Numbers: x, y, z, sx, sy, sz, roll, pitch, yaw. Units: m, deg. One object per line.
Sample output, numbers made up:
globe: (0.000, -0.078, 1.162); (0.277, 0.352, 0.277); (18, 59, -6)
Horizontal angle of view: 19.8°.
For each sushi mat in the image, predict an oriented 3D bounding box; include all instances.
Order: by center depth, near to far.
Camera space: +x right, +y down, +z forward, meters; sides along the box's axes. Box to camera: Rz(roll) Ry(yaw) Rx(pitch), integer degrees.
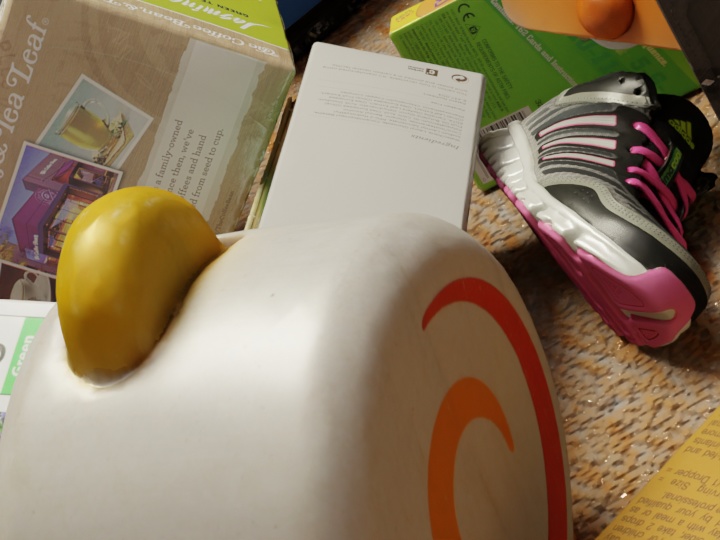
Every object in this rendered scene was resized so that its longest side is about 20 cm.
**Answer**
sushi mat: (-0.047, 0.001, 0.948); (0.012, 0.096, 0.200); (10, 27, 1)

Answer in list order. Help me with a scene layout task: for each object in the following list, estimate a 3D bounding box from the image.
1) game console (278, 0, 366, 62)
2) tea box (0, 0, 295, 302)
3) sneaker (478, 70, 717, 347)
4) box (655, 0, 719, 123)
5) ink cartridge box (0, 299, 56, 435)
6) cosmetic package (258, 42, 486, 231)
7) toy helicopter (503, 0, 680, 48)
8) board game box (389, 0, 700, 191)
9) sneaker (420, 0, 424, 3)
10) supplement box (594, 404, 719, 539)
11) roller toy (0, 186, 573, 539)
game console: (-0.032, -0.222, 1.302); (0.200, 0.118, 0.171); (-41, 27, -18)
tea box: (-0.132, -0.060, 1.004); (0.197, 0.133, 0.200); (-104, 34, -64)
sneaker: (0.111, -0.037, 0.855); (0.087, 0.074, 0.200); (-37, 20, 4)
box: (0.220, -0.067, 0.686); (0.200, 0.159, 0.048); (-13, 31, 37)
ink cartridge box: (-0.159, 0.069, 0.834); (0.200, 0.050, 0.109); (3, 64, 24)
cosmetic package: (0.000, 0.000, 0.855); (0.085, 0.108, 0.200); (12, 32, 2)
toy helicopter: (0.144, -0.126, 0.816); (0.132, 0.079, 0.200); (-21, 3, -23)
board game box: (0.123, -0.120, 0.966); (0.200, 0.096, 0.030); (-24, 26, 17)
sneaker: (0.124, -0.180, 1.113); (0.200, 0.070, 0.076); (-40, 25, 7)
supplement box: (0.157, 0.056, 0.648); (0.200, 0.067, 0.069); (-43, 27, -23)
roller toy: (-0.025, 0.077, 0.658); (0.139, 0.200, 0.183); (-6, 73, 26)
